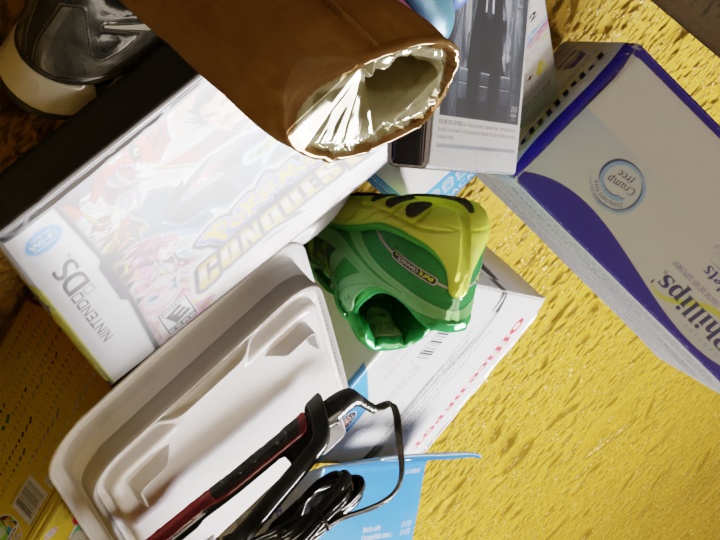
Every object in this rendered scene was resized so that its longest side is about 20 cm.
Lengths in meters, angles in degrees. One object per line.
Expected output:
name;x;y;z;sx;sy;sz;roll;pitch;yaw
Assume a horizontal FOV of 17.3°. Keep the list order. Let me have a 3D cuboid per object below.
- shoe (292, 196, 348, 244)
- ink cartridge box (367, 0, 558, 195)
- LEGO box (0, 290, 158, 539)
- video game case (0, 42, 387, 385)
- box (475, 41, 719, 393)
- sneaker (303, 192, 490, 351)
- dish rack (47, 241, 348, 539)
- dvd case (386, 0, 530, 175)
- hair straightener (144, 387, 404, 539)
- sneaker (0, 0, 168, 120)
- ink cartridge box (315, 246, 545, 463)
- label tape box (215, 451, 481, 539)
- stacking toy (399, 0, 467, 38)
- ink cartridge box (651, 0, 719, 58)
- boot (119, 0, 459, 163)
shoe;-0.069;-0.049;1.156;0.199;0.072;0.091;-29;156;-33
ink cartridge box;0.038;-0.116;1.245;0.115;0.068;0.200;-45;159;-8
LEGO box;-0.139;0.085;1.251;0.149;0.077;0.201;-13;141;-57
video game case;-0.065;-0.048;1.055;0.200;0.026;0.181;-39;156;-6
box;0.168;-0.035;1.388;0.105;0.184;0.200;-46;-171;0
sneaker;0.000;0.000;1.264;0.074;0.200;0.084;2;91;-25
dish rack;-0.071;0.084;1.213;0.171;0.044;0.200;-42;158;-12
dvd case;0.052;-0.147;1.110;0.150;0.025;0.202;-4;99;-71
hair straightener;-0.047;0.133;1.182;0.200;0.077;0.041;-39;173;-26
sneaker;-0.065;-0.137;1.011;0.199;0.066;0.091;-30;156;-33
ink cartridge box;0.012;0.040;1.454;0.145;0.084;0.200;-51;160;11
label tape box;-0.036;0.162;1.470;0.199;0.067;0.143;-15;171;26
stacking toy;0.030;-0.149;0.959;0.200;0.085;0.086;-56;163;-21
ink cartridge box;0.246;-0.217;1.335;0.200;0.165;0.075;-51;158;13
boot;-0.084;-0.112;0.829;0.175;0.200;0.066;-24;148;-46
